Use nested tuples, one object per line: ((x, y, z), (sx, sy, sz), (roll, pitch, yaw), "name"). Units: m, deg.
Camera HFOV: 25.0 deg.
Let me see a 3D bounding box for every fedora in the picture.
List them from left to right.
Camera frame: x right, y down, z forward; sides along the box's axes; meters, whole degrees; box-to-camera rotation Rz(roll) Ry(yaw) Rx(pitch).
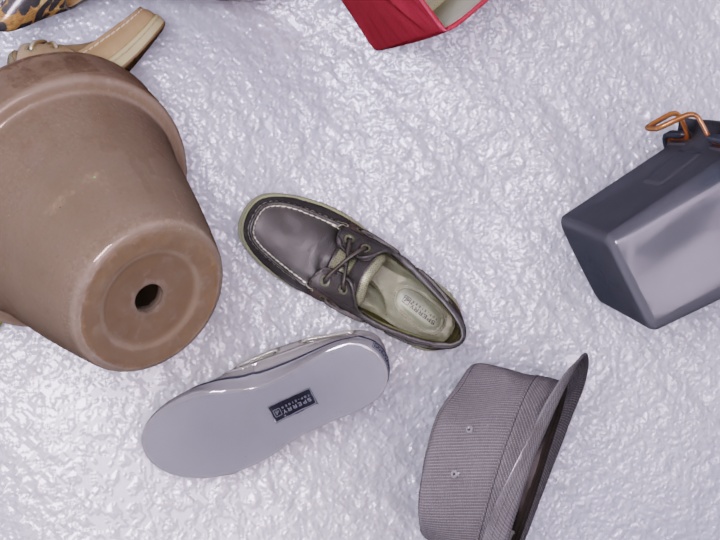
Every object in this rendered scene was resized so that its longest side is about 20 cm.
((0.101, 0.144, 1.263), (0.089, 0.177, 0.202), (20, 86, 14), "fedora")

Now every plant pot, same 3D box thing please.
((-0.181, -0.025, 1.109), (0.199, 0.174, 0.202), (-20, 129, -27), "plant pot")

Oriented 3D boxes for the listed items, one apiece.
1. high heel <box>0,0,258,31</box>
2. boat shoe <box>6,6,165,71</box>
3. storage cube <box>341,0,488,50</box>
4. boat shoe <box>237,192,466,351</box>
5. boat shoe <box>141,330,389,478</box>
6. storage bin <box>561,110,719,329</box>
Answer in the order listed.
((-0.157, -0.204, 1.168), (0.142, 0.072, 0.200), (39, 61, 5), "high heel")
((-0.230, -0.137, 1.182), (0.200, 0.071, 0.065), (-40, 95, -16), "boat shoe")
((0.048, -0.286, 1.200), (0.200, 0.180, 0.171), (-41, 102, -10), "storage cube")
((0.000, 0.001, 1.257), (0.200, 0.066, 0.072), (31, 84, -15), "boat shoe")
((-0.072, 0.095, 1.241), (0.198, 0.066, 0.072), (-26, 103, 8), "boat shoe")
((0.241, -0.038, 1.266), (0.133, 0.200, 0.147), (-29, 100, -3), "storage bin")
